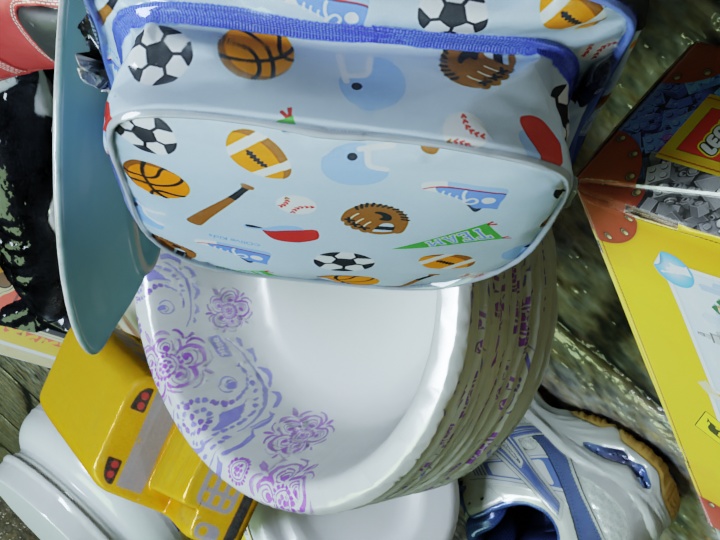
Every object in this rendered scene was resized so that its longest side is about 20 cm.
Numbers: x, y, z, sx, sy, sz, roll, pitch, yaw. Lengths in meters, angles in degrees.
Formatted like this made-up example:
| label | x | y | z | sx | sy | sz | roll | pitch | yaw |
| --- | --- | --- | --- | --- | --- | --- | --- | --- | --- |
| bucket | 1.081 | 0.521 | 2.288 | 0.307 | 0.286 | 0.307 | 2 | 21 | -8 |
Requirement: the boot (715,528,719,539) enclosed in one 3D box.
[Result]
| label | x | y | z | sx | sy | sz | roll | pitch | yaw |
| --- | --- | --- | --- | --- | --- | --- | --- | --- | --- |
| boot | 0.255 | 0.171 | 0.698 | 0.144 | 0.072 | 0.200 | 56 | 165 | -30 |

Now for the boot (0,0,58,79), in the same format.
| label | x | y | z | sx | sy | sz | roll | pitch | yaw |
| --- | --- | --- | --- | --- | --- | --- | --- | --- | --- |
| boot | -0.186 | -0.158 | 0.713 | 0.144 | 0.072 | 0.200 | 4 | 149 | 37 |

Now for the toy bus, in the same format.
| label | x | y | z | sx | sy | sz | roll | pitch | yaw |
| --- | --- | --- | --- | --- | --- | --- | --- | --- | --- |
| toy bus | -0.107 | 0.080 | 0.843 | 0.078 | 0.065 | 0.200 | 26 | 179 | -22 |

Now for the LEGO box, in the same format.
| label | x | y | z | sx | sy | sz | roll | pitch | yaw |
| --- | --- | --- | --- | --- | --- | --- | --- | --- | --- |
| LEGO box | 0.177 | 0.033 | 0.558 | 0.149 | 0.077 | 0.200 | 23 | 152 | 43 |

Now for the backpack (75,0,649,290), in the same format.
| label | x | y | z | sx | sy | sz | roll | pitch | yaw |
| --- | --- | --- | --- | --- | --- | --- | --- | --- | --- |
| backpack | 0.000 | -0.074 | 0.527 | 0.200 | 0.154 | 0.191 | 11 | 169 | 2 |

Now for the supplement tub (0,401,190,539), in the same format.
| label | x | y | z | sx | sy | sz | roll | pitch | yaw |
| --- | --- | --- | --- | --- | --- | --- | --- | --- | --- |
| supplement tub | -0.149 | 0.117 | 1.152 | 0.145 | 0.200 | 0.145 | 37 | 159 | 17 |

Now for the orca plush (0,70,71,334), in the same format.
| label | x | y | z | sx | sy | sz | roll | pitch | yaw |
| --- | --- | --- | --- | --- | --- | --- | --- | --- | --- |
| orca plush | -0.207 | -0.042 | 0.886 | 0.105 | 0.071 | 0.200 | 44 | 142 | 33 |

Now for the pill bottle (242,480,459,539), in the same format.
| label | x | y | z | sx | sy | sz | roll | pitch | yaw |
| --- | --- | --- | --- | --- | --- | --- | --- | --- | --- |
| pill bottle | -0.019 | 0.130 | 0.908 | 0.111 | 0.111 | 0.200 | 44 | 167 | -1 |

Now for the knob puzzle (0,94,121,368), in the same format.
| label | x | y | z | sx | sy | sz | roll | pitch | yaw |
| --- | --- | --- | --- | --- | --- | --- | --- | --- | --- |
| knob puzzle | -0.187 | -0.023 | 0.997 | 0.220 | 0.219 | 0.030 | 60 | -178 | -38 |

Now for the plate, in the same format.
| label | x | y | z | sx | sy | sz | roll | pitch | yaw |
| --- | --- | --- | --- | --- | --- | --- | --- | --- | --- |
| plate | -0.092 | -0.067 | 0.638 | 0.026 | 0.200 | 0.200 | 2 | 153 | 0 |

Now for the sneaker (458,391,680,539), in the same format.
| label | x | y | z | sx | sy | sz | roll | pitch | yaw |
| --- | --- | --- | --- | --- | --- | --- | --- | --- | --- |
| sneaker | 0.072 | 0.104 | 0.879 | 0.200 | 0.088 | 0.075 | 25 | 154 | 44 |

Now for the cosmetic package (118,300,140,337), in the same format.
| label | x | y | z | sx | sy | sz | roll | pitch | yaw |
| --- | --- | --- | --- | --- | --- | --- | --- | --- | --- |
| cosmetic package | -0.097 | 0.006 | 0.982 | 0.087 | 0.103 | 0.200 | 26 | 152 | 44 |

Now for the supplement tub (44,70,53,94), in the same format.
| label | x | y | z | sx | sy | sz | roll | pitch | yaw |
| --- | --- | --- | --- | --- | --- | --- | --- | --- | --- |
| supplement tub | -0.262 | -0.092 | 1.043 | 0.140 | 0.140 | 0.200 | 15 | 145 | 52 |

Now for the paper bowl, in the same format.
| label | x | y | z | sx | sy | sz | roll | pitch | yaw |
| --- | --- | --- | --- | --- | --- | --- | --- | --- | --- |
| paper bowl | 0.000 | 0.000 | 0.709 | 0.201 | 0.104 | 0.201 | 5 | 97 | 44 |
